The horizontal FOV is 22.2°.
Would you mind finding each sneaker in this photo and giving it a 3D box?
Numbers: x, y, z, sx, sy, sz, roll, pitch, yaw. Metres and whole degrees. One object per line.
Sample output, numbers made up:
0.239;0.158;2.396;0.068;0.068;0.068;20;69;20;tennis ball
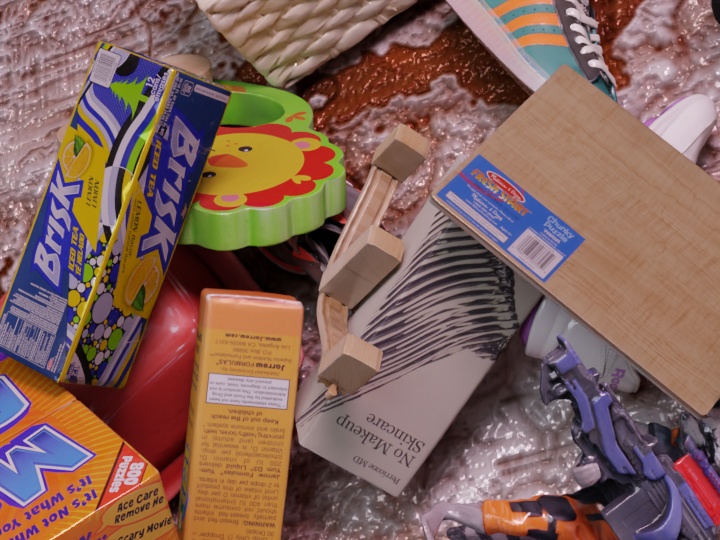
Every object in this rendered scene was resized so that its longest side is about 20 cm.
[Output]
0.129;-0.158;1.222;0.080;0.071;0.200;-42;52;7;sneaker
-0.021;-0.027;1.239;0.200;0.082;0.077;35;87;33;sneaker
0.183;-0.015;1.152;0.099;0.075;0.201;29;81;9;sneaker

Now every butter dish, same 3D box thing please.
-0.176;0.046;1.247;0.200;0.148;0.200;-43;56;5;butter dish

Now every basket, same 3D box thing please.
-0.029;-0.240;1.297;0.199;0.136;0.124;-32;55;12;basket

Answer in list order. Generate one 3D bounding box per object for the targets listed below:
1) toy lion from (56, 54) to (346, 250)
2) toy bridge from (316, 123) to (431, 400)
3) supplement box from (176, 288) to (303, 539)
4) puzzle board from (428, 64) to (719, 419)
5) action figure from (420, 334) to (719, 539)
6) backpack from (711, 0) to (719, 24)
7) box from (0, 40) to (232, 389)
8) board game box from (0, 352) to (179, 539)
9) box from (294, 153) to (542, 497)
-0.092;-0.075;1.240;0.191;0.069;0.200;10;30;21;toy lion
0.000;0.000;1.134;0.067;0.027;0.201;-43;24;45;toy bridge
-0.079;0.115;1.171;0.068;0.067;0.201;4;92;-8;supplement box
0.156;-0.020;1.077;0.200;0.017;0.151;39;54;10;puzzle board
0.132;0.123;1.075;0.193;0.201;0.105;-25;16;7;action figure
0.314;-0.210;1.110;0.199;0.167;0.127;7;67;22;backpack
-0.153;-0.033;1.126;0.064;0.070;0.201;23;95;28;box
-0.229;0.202;1.111;0.199;0.201;0.200;-30;38;-24;board game box
0.043;0.035;1.141;0.201;0.082;0.068;-57;16;15;box
